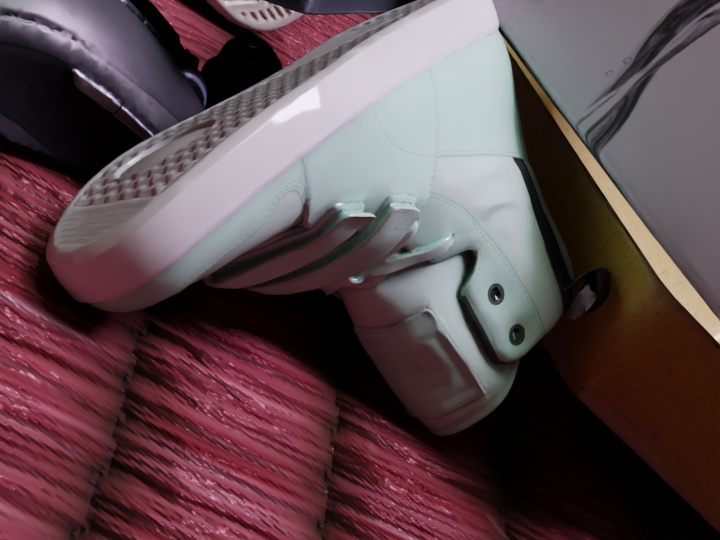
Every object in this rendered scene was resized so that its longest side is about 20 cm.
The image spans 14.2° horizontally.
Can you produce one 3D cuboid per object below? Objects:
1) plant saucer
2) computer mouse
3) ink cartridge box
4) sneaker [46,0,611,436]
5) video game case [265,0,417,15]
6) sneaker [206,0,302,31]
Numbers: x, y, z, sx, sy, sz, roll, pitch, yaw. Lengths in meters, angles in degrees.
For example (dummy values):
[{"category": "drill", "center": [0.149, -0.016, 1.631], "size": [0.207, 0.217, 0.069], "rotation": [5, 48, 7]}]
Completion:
[{"category": "plant saucer", "center": [0.104, 0.024, 0.972], "size": [0.200, 0.048, 0.200], "rotation": [44, 11, -34]}, {"category": "computer mouse", "center": [-0.076, -0.073, 0.868], "size": [0.200, 0.046, 0.141], "rotation": [29, 22, -35]}, {"category": "ink cartridge box", "center": [0.117, -0.048, 0.901], "size": [0.146, 0.084, 0.200], "rotation": [41, 13, -54]}, {"category": "sneaker", "center": [0.000, 0.000, 0.808], "size": [0.200, 0.074, 0.118], "rotation": [-33, 103, -52]}, {"category": "video game case", "center": [-0.080, -0.120, 0.912], "size": [0.200, 0.019, 0.143], "rotation": [20, 11, 16]}, {"category": "sneaker", "center": [-0.081, -0.175, 1.043], "size": [0.200, 0.075, 0.085], "rotation": [59, -3, -37]}]
